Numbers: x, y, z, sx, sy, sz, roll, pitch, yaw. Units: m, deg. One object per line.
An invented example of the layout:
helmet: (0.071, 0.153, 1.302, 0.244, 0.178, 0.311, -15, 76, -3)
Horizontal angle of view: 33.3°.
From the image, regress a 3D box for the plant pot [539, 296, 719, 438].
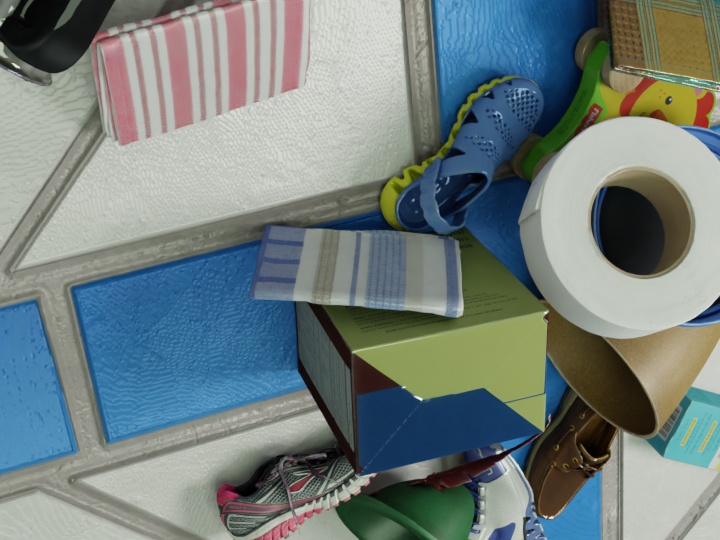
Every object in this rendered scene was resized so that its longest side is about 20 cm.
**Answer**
plant pot: (0.317, 0.043, 1.299, 0.199, 0.186, 0.188, -40, 123, -13)

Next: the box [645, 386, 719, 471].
box: (0.450, 0.203, 1.488, 0.197, 0.049, 0.083, 16, 108, -26)

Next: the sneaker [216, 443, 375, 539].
sneaker: (-0.059, 0.221, 1.284, 0.198, 0.081, 0.075, -32, 102, -10)

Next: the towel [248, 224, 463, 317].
towel: (0.000, 0.000, 1.129, 0.196, 0.147, 0.024, 4, 117, 0)

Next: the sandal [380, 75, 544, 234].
sandal: (0.111, -0.105, 1.189, 0.079, 0.087, 0.200, 39, 94, -29)

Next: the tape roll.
tape roll: (0.254, -0.040, 1.143, 0.199, 0.071, 0.206, 1, 81, -7)

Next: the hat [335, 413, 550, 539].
hat: (0.096, 0.239, 1.341, 0.177, 0.198, 0.167, -54, 145, -25)

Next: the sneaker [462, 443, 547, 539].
sneaker: (0.141, 0.282, 1.387, 0.114, 0.081, 0.201, -29, 123, -9)

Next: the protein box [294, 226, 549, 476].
protein box: (0.053, 0.071, 1.181, 0.195, 0.200, 0.137, -10, 118, -16)

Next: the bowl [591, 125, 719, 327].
bowl: (0.323, -0.043, 1.209, 0.197, 0.039, 0.204, 1, 80, -7)

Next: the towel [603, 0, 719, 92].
towel: (0.326, -0.248, 1.195, 0.197, 0.022, 0.149, 6, 70, -22)

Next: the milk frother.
milk frother: (-0.270, -0.266, 0.911, 0.199, 0.181, 0.189, 31, 100, -26)

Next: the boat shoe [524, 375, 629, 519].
boat shoe: (0.252, 0.208, 1.402, 0.071, 0.068, 0.202, 16, 108, -27)

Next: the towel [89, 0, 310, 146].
towel: (-0.135, -0.184, 1.044, 0.197, 0.030, 0.147, -20, 157, -15)

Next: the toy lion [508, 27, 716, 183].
toy lion: (0.276, -0.145, 1.254, 0.190, 0.069, 0.201, 25, 104, -37)
